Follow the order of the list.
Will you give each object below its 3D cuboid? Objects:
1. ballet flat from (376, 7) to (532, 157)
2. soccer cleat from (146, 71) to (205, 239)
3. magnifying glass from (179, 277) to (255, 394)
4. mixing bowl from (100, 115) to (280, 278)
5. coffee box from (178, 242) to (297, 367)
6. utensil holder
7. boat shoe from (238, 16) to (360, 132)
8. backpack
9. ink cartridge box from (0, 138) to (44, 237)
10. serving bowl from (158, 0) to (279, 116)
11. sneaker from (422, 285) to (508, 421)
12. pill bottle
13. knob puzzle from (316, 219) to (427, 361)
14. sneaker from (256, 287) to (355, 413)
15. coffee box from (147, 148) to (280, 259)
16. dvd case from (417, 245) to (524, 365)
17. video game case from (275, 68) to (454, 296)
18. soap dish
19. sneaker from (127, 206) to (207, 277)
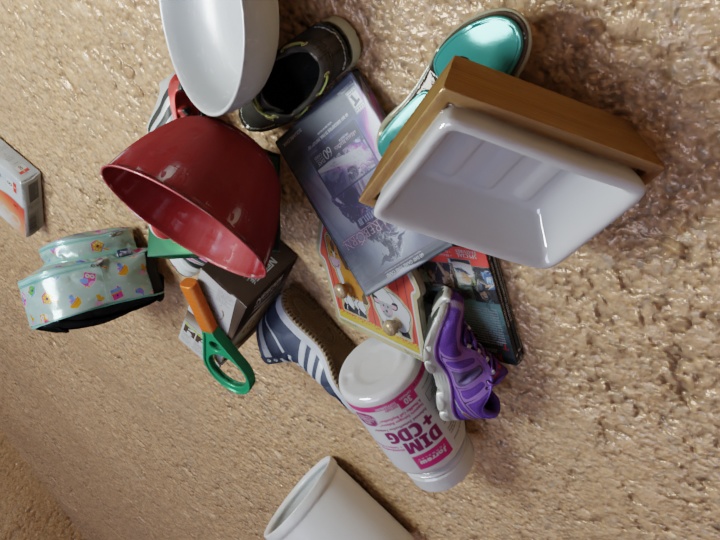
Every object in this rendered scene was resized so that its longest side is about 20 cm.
[{"bbox_3d":[0.085,-0.161,0.670,0.070,0.070,0.200,48,138,-6],"label":"ballet flat"},{"bbox_3d":[-0.227,-0.139,0.921,0.085,0.068,0.203,11,95,49],"label":"soccer cleat"},{"bbox_3d":[-0.195,0.092,1.027,0.079,0.022,0.201,11,136,32],"label":"magnifying glass"},{"bbox_3d":[-0.159,-0.090,0.811,0.199,0.109,0.200,28,164,9],"label":"mixing bowl"},{"bbox_3d":[-0.174,0.040,1.065,0.080,0.114,0.200,39,144,4],"label":"coffee box"},{"bbox_3d":[-0.033,0.441,1.281,0.200,0.170,0.170,41,144,-2],"label":"utensil holder"},{"bbox_3d":[-0.081,-0.193,0.795,0.072,0.061,0.201,53,143,-10],"label":"boat shoe"},{"bbox_3d":[-0.440,0.018,1.223,0.175,0.199,0.155,-10,103,49],"label":"backpack"},{"bbox_3d":[-0.655,-0.174,1.366,0.199,0.050,0.163,36,143,6],"label":"ink cartridge box"},{"bbox_3d":[-0.132,-0.257,0.751,0.200,0.065,0.202,31,129,48],"label":"serving bowl"},{"bbox_3d":[0.121,0.095,0.858,0.082,0.081,0.201,2,137,21],"label":"sneaker"},{"bbox_3d":[0.065,0.183,0.970,0.113,0.114,0.201,1,135,42],"label":"pill bottle"},{"bbox_3d":[0.000,0.000,0.892,0.219,0.030,0.221,39,143,36],"label":"knob puzzle"},{"bbox_3d":[-0.067,0.127,1.075,0.201,0.070,0.108,53,132,0],"label":"sneaker"},{"bbox_3d":[-0.185,-0.079,0.950,0.198,0.044,0.125,-4,84,35],"label":"coffee box"},{"bbox_3d":[0.097,0.016,0.864,0.145,0.022,0.202,6,128,40],"label":"dvd case"},{"bbox_3d":[0.002,-0.086,0.805,0.142,0.019,0.201,-32,88,44],"label":"video game case"},{"bbox_3d":[0.119,-0.084,0.635,0.198,0.082,0.157,15,148,-18],"label":"soap dish"},{"bbox_3d":[-0.251,-0.087,1.062,0.086,0.081,0.201,-12,125,34],"label":"sneaker"}]
